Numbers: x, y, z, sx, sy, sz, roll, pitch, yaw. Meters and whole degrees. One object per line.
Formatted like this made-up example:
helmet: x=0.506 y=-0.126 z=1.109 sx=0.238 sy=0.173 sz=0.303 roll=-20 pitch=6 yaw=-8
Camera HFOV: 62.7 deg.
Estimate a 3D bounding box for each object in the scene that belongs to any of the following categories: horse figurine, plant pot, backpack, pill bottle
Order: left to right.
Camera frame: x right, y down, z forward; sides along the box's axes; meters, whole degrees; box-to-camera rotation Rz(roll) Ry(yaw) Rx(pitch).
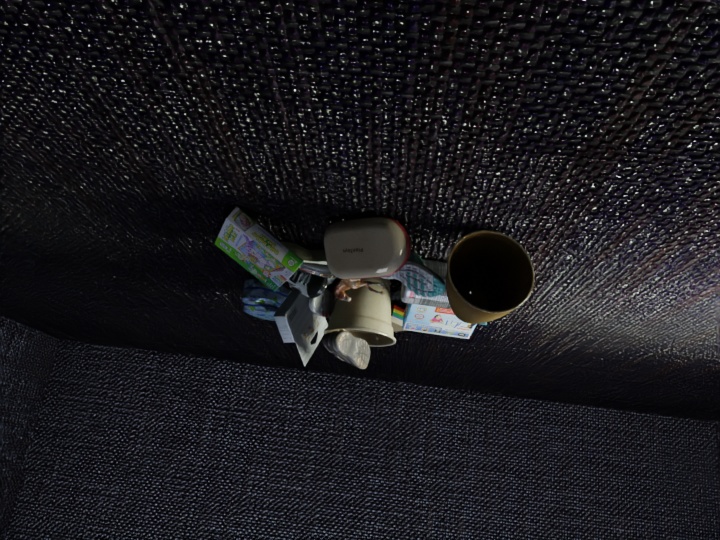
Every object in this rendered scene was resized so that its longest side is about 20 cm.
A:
backpack: x=-0.283 y=0.091 z=1.832 sx=0.161 sy=0.155 sz=0.201 roll=8 pitch=150 yaw=21
horse figurine: x=0.000 y=0.000 z=1.488 sx=0.130 sy=0.050 sz=0.202 roll=10 pitch=131 yaw=8
plant pot: x=0.009 y=0.095 z=1.622 sx=0.197 sy=0.186 sz=0.201 roll=7 pitch=162 yaw=2
pill bottle: x=0.207 y=0.037 z=1.481 sx=0.197 sy=0.116 sz=0.114 roll=9 pitch=162 yaw=-2
plant pot: x=0.265 y=0.042 z=1.317 sx=0.183 sy=0.189 sz=0.201 roll=8 pitch=154 yaw=0

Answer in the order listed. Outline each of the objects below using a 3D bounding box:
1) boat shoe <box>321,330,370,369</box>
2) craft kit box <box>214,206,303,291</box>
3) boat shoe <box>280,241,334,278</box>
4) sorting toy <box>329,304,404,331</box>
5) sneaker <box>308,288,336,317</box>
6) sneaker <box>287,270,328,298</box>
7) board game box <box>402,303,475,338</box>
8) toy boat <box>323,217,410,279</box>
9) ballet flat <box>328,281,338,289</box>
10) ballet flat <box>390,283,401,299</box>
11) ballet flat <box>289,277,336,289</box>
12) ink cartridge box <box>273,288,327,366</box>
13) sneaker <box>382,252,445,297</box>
boat shoe: x=-0.037 y=0.206 z=1.585 sx=0.072 sy=0.075 sz=0.200 roll=8 pitch=156 yaw=32
craft kit box: x=-0.248 y=-0.045 z=1.412 sx=0.197 sy=0.049 sz=0.200 roll=41 pitch=155 yaw=-6
boat shoe: x=-0.146 y=-0.024 z=1.489 sx=0.198 sy=0.074 sz=0.064 roll=11 pitch=125 yaw=-15
sorting toy: x=0.037 y=0.144 z=1.937 sx=0.198 sy=0.071 sz=0.198 roll=-10 pitch=155 yaw=43
sneaker: x=-0.115 y=0.089 z=1.662 sx=0.081 sy=0.078 sz=0.200 roll=2 pitch=-178 yaw=19
sneaker: x=-0.166 y=0.013 z=1.559 sx=0.199 sy=0.075 sz=0.088 roll=21 pitch=168 yaw=48
board game box: x=0.227 y=0.107 z=1.624 sx=0.197 sy=0.057 sz=0.197 roll=9 pitch=146 yaw=-2
toy boat: x=0.023 y=-0.054 z=1.321 sx=0.197 sy=0.133 sz=0.130 roll=-3 pitch=-171 yaw=31
ballet flat: x=-0.077 y=0.056 z=1.774 sx=0.197 sy=0.047 sz=0.068 roll=-5 pitch=125 yaw=19
ballet flat: x=0.087 y=0.079 z=1.720 sx=0.066 sy=0.057 sz=0.199 roll=-31 pitch=-173 yaw=-38
ballet flat: x=-0.123 y=0.023 z=1.641 sx=0.198 sy=0.071 sz=0.069 roll=-6 pitch=157 yaw=37
ink cartridge box: x=-0.166 y=0.146 z=1.703 sx=0.043 sy=0.201 sz=0.176 roll=-4 pitch=119 yaw=23
sneaker: x=0.123 y=-0.007 z=1.373 sx=0.199 sy=0.091 sz=0.079 roll=28 pitch=131 yaw=32
